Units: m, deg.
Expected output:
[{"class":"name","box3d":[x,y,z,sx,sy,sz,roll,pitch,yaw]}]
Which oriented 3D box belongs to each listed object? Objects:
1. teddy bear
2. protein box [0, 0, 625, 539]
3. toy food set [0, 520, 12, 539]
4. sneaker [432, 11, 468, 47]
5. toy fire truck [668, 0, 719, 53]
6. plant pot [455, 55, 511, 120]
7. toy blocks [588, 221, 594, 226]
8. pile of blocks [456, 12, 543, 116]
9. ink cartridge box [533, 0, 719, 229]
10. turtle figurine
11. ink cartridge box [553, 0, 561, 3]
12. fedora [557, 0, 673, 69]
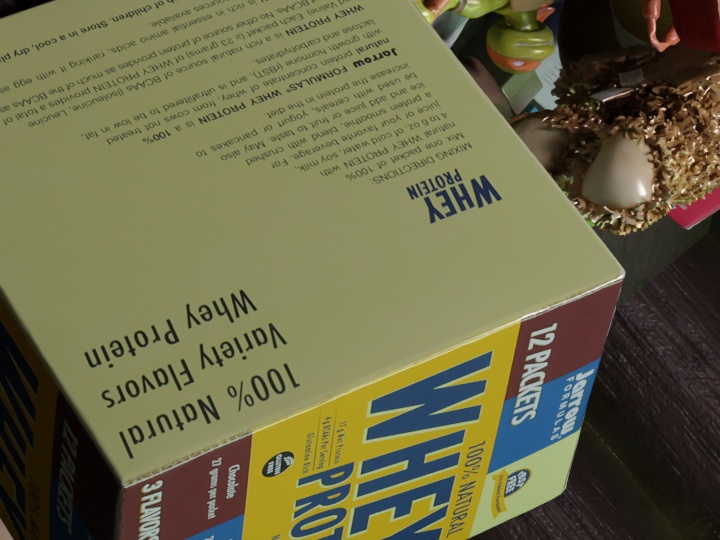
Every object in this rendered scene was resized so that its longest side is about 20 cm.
[{"class":"teddy bear","box3d":[0.141,-0.060,1.248,0.145,0.067,0.200,-2,-158,29]},{"class":"protein box","box3d":[-0.048,0.007,1.015,0.198,0.200,0.135,-22,147,-23]},{"class":"toy food set","box3d":[-0.118,0.070,1.401,0.200,0.144,0.060,-36,170,-19]},{"class":"sneaker","box3d":[0.025,-0.113,1.314,0.100,0.075,0.200,-37,170,-9]},{"class":"toy fire truck","box3d":[0.155,-0.198,1.141,0.168,0.112,0.200,-47,136,-32]},{"class":"plant pot","box3d":[0.000,0.000,1.277,0.201,0.093,0.201,-33,166,-9]},{"class":"toy blocks","box3d":[0.011,-0.028,1.475,0.200,0.100,0.137,-1,161,-20]},{"class":"pile of blocks","box3d":[0.077,-0.088,1.545,0.062,0.082,0.200,-48,-177,-17]},{"class":"ink cartridge box","box3d":[0.205,-0.134,1.566,0.200,0.145,0.083,-36,-159,41]},{"class":"turtle figurine","box3d":[0.078,-0.151,1.212,0.200,0.064,0.161,-17,124,-35]},{"class":"ink cartridge box","box3d":[0.134,-0.194,1.480,0.200,0.039,0.099,-45,170,29]},{"class":"fedora","box3d":[0.183,-0.156,1.375,0.201,0.201,0.082,-38,133,-10]}]
